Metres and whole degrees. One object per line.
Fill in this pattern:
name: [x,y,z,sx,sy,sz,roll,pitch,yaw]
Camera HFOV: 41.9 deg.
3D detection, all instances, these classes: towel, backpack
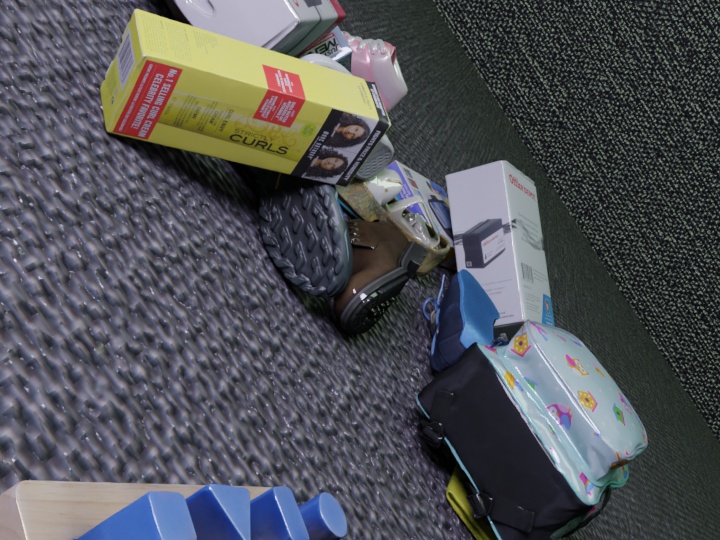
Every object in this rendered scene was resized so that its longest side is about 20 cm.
towel: [0.120,0.201,0.887,0.086,0.018,0.200,52,19,-1]
backpack: [0.162,0.141,0.841,0.177,0.153,0.200,54,12,21]

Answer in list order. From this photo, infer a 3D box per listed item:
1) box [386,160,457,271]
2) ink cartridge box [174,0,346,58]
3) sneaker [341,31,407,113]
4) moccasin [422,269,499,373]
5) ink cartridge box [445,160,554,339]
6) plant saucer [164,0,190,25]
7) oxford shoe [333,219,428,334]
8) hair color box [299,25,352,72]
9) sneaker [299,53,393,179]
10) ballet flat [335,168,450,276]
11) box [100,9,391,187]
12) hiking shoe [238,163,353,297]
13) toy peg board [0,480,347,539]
box: [0.085,-0.067,1.201,0.120,0.041,0.200,63,16,17]
ink cartridge box: [-0.101,-0.264,0.854,0.146,0.084,0.200,55,20,-7]
sneaker: [-0.016,-0.281,1.191,0.201,0.104,0.075,54,20,-7]
moccasin: [0.100,0.051,1.003,0.081,0.068,0.200,49,17,0]
ink cartridge box: [0.180,-0.020,1.198,0.145,0.083,0.203,18,64,-62]
plant saucer: [-0.138,-0.250,0.923,0.201,0.036,0.201,49,21,-25]
oxford shoe: [0.000,0.000,0.842,0.084,0.073,0.200,40,17,0]
hair color box: [-0.082,-0.296,1.058,0.201,0.060,0.099,59,-5,8]
sneaker: [-0.044,-0.170,0.906,0.119,0.074,0.200,53,4,25]
ballet flat: [0.032,-0.070,1.021,0.200,0.070,0.071,45,22,-34]
box: [-0.080,-0.119,0.679,0.198,0.075,0.051,11,45,-34]
hiking shoe: [-0.048,-0.065,0.788,0.086,0.074,0.202,21,40,-60]
toy peg board: [-0.030,0.171,0.406,0.200,0.097,0.201,25,36,-60]
